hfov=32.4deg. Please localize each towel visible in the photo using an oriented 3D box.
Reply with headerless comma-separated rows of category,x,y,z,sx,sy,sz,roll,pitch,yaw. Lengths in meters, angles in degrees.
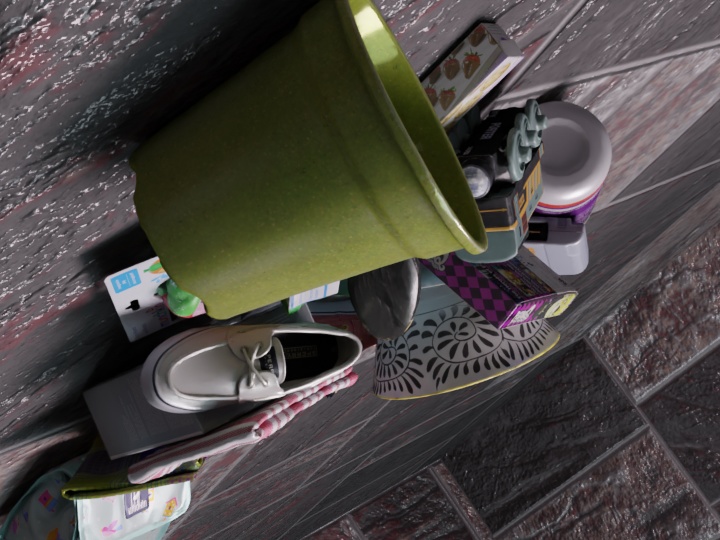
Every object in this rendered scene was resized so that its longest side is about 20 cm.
towel,-0.217,0.179,1.262,0.143,0.023,0.200,-11,-167,5
towel,-0.102,0.142,1.136,0.146,0.030,0.200,-24,180,29

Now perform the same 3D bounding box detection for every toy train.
toy train,0.125,-0.086,1.132,0.085,0.114,0.200,-2,-159,18

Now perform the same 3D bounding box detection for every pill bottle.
pill bottle,0.210,-0.101,1.370,0.112,0.113,0.200,-33,165,-6

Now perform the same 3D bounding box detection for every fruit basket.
fruit basket,-0.107,0.004,1.037,0.200,0.094,0.185,-27,166,-13

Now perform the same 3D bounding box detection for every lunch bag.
lunch bag,-0.289,0.260,1.392,0.170,0.122,0.200,-18,151,-47

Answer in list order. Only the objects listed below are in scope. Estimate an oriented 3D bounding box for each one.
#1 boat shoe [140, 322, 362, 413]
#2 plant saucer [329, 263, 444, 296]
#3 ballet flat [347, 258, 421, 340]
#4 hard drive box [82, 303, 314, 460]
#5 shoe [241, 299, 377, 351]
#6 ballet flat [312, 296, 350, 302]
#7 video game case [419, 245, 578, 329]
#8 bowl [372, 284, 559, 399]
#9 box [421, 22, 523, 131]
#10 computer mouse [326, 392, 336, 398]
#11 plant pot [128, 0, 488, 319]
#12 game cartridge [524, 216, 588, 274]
boat shoe,-0.088,0.080,1.059,0.200,0.072,0.066,-2,176,-37
plant saucer,0.000,0.000,1.212,0.199,0.028,0.200,-3,-174,0
ballet flat,0.020,-0.029,1.074,0.066,0.201,0.057,0,-152,10
hard drive box,-0.148,0.104,1.179,0.156,0.077,0.200,-24,-179,-37
shoe,-0.027,0.083,1.316,0.199,0.091,0.072,2,151,-22
ballet flat,-0.024,0.025,1.372,0.072,0.068,0.200,-6,156,-33
video game case,0.100,-0.025,1.191,0.036,0.200,0.181,-55,160,18
bowl,0.094,0.051,1.263,0.200,0.094,0.201,-17,-172,2
box,0.055,-0.131,1.067,0.200,0.039,0.041,-43,166,27
computer mouse,0.011,0.058,1.420,0.200,0.034,0.059,-63,-165,3
plant pot,-0.043,-0.063,0.816,0.184,0.201,0.200,-26,168,12
game cartridge,0.153,-0.028,1.384,0.199,0.042,0.133,3,161,14
